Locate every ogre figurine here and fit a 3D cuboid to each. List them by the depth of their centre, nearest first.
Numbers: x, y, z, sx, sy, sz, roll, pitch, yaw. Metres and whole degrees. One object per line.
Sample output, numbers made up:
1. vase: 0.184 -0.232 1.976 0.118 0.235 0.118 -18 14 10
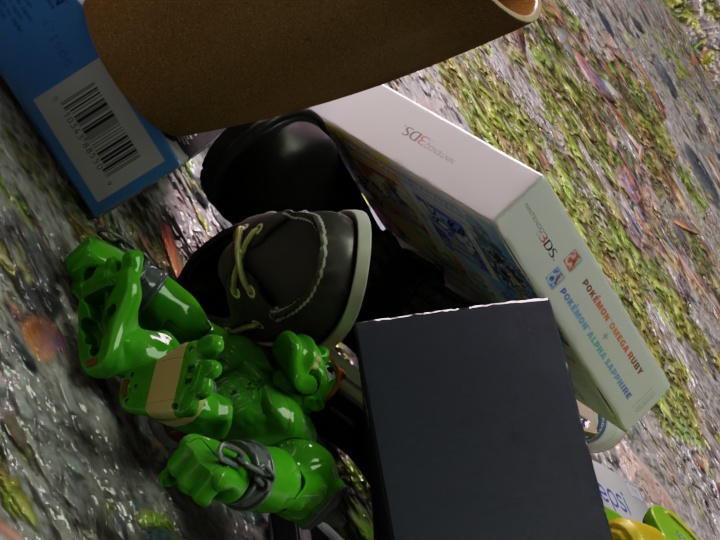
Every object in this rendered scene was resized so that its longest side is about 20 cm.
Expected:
1. ogre figurine: -0.074 0.062 1.262 0.120 0.098 0.200 33 -5 -39

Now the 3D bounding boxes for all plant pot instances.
1. plant pot: -0.038 -0.159 1.331 0.186 0.200 0.187 48 23 -28

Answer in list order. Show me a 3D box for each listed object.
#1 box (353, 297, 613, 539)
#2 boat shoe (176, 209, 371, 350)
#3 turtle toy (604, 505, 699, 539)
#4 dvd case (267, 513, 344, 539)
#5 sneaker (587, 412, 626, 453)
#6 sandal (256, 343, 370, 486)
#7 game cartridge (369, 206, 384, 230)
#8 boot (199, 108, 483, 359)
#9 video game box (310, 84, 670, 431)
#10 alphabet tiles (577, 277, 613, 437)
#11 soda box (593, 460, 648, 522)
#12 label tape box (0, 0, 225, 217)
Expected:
1. box: 0.063 0.150 1.264 0.200 0.104 0.183 -101 -177 -48
2. boat shoe: -0.047 0.005 1.334 0.060 0.201 0.072 13 78 -16
3. turtle toy: 0.162 0.197 1.392 0.146 0.101 0.200 23 28 -43
4. dvd case: 0.011 0.230 1.325 0.150 0.025 0.200 46 22 -36
5. sneaker: 0.100 0.033 1.669 0.200 0.075 0.088 46 12 20
6. sandal: 0.026 0.090 1.437 0.201 0.080 0.057 46 60 9
7. game cartridge: -0.033 -0.067 1.682 0.200 0.041 0.133 52 15 -22
8. boot: 0.002 -0.001 1.460 0.158 0.079 0.211 44 -6 29
9. video game box: 0.072 -0.015 1.471 0.200 0.047 0.182 35 -14 50
10. alphabet tiles: 0.090 0.030 1.617 0.166 0.006 0.200 11 35 -12
11. soda box: 0.129 0.161 1.689 0.200 0.068 0.064 30 32 -56
12. label tape box: -0.136 -0.124 1.442 0.144 0.066 0.200 57 19 -6
